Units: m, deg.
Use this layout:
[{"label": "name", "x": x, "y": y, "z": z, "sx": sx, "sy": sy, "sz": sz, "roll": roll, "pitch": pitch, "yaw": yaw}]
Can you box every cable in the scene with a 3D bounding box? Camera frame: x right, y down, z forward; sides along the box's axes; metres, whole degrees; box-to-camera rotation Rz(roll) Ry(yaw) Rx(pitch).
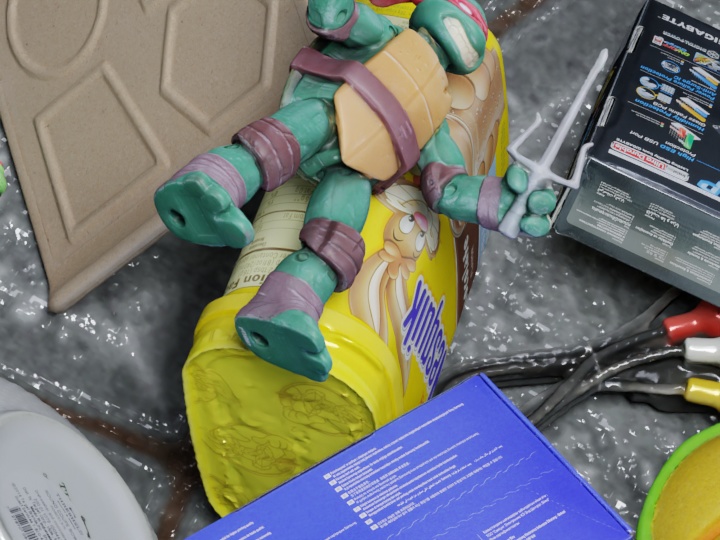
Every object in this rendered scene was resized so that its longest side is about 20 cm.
[{"label": "cable", "x": 0.122, "y": 0.035, "z": 1.331, "sx": 0.199, "sy": 0.050, "sz": 0.098, "roll": -1, "pitch": 58, "yaw": -14}]

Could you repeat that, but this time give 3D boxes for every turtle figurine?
[{"label": "turtle figurine", "x": 0.011, "y": -0.061, "z": 1.163, "sx": 0.150, "sy": 0.101, "sz": 0.200, "roll": 47, "pitch": 62, "yaw": -11}]

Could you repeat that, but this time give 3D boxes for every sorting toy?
[{"label": "sorting toy", "x": -0.091, "y": -0.105, "z": 1.305, "sx": 0.036, "sy": 0.185, "sz": 0.201, "roll": 16, "pitch": 48, "yaw": -45}]

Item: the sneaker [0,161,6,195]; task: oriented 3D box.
[{"label": "sneaker", "x": -0.253, "y": -0.048, "z": 1.292, "sx": 0.199, "sy": 0.077, "sz": 0.084, "roll": 11, "pitch": 76, "yaw": -3}]

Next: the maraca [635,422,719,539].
[{"label": "maraca", "x": 0.212, "y": 0.138, "z": 1.260, "sx": 0.199, "sy": 0.107, "sz": 0.138, "roll": 25, "pitch": 66, "yaw": 2}]

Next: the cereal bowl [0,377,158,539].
[{"label": "cereal bowl", "x": -0.138, "y": 0.116, "z": 1.148, "sx": 0.200, "sy": 0.083, "sz": 0.201, "roll": 40, "pitch": 28, "yaw": -27}]

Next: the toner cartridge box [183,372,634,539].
[{"label": "toner cartridge box", "x": 0.002, "y": 0.120, "z": 1.127, "sx": 0.199, "sy": 0.043, "sz": 0.095, "roll": -27, "pitch": 62, "yaw": -37}]

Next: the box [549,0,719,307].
[{"label": "box", "x": 0.198, "y": -0.034, "z": 1.360, "sx": 0.199, "sy": 0.046, "sz": 0.159, "roll": 25, "pitch": 36, "yaw": 1}]

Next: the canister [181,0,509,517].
[{"label": "canister", "x": 0.000, "y": 0.000, "z": 1.267, "sx": 0.086, "sy": 0.149, "sz": 0.201, "roll": 11, "pitch": 55, "yaw": 14}]
